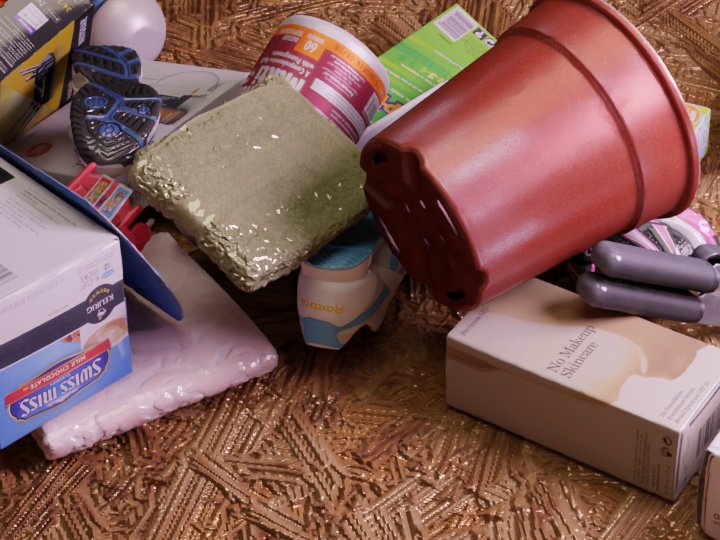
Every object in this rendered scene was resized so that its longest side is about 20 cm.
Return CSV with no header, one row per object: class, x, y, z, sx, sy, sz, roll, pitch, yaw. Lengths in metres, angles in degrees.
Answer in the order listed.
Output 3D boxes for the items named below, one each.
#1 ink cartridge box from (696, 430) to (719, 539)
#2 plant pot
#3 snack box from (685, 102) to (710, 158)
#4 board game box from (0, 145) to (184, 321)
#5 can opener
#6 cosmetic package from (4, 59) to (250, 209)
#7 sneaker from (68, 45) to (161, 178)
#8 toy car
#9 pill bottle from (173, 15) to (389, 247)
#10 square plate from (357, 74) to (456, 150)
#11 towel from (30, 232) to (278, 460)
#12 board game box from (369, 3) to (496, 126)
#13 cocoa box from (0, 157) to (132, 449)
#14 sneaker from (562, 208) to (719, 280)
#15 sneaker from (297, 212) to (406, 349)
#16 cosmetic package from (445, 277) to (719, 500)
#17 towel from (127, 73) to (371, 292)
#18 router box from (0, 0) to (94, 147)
ink cartridge box,0.347,0.124,1.403,0.145,0.085,0.200,20,45,26
plant pot,0.117,-0.080,1.488,0.195,0.202,0.201,-32,46,-20
snack box,0.189,-0.112,1.731,0.199,0.053,0.142,17,43,25
board game box,-0.198,-0.042,1.522,0.039,0.158,0.199,-47,47,-13
can opener,0.242,0.006,1.517,0.199,0.054,0.067,10,24,-35
cosmetic package,-0.207,-0.117,1.738,0.150,0.052,0.200,9,37,38
sneaker,-0.201,-0.116,1.604,0.075,0.078,0.200,1,27,-7
toy car,-0.293,-0.262,1.868,0.199,0.151,0.175,-27,44,-28
pill bottle,-0.067,-0.103,1.635,0.109,0.110,0.201,22,73,28
square plate,0.083,-0.110,1.666,0.199,0.029,0.198,-33,34,-25
towel,-0.195,0.057,1.555,0.199,0.032,0.191,-22,42,-23
board game box,0.058,-0.167,1.802,0.096,0.030,0.200,44,50,11
cocoa box,-0.284,0.013,1.482,0.133,0.132,0.199,-30,46,-33
sneaker,0.189,-0.027,1.610,0.199,0.081,0.086,17,52,31
sneaker,0.000,0.000,1.588,0.076,0.081,0.200,13,21,21
cosmetic package,0.172,0.082,1.472,0.199,0.072,0.105,21,43,26
towel,-0.073,-0.068,1.509,0.148,0.037,0.200,43,43,10
router box,-0.304,-0.159,1.676,0.052,0.200,0.157,45,73,4
